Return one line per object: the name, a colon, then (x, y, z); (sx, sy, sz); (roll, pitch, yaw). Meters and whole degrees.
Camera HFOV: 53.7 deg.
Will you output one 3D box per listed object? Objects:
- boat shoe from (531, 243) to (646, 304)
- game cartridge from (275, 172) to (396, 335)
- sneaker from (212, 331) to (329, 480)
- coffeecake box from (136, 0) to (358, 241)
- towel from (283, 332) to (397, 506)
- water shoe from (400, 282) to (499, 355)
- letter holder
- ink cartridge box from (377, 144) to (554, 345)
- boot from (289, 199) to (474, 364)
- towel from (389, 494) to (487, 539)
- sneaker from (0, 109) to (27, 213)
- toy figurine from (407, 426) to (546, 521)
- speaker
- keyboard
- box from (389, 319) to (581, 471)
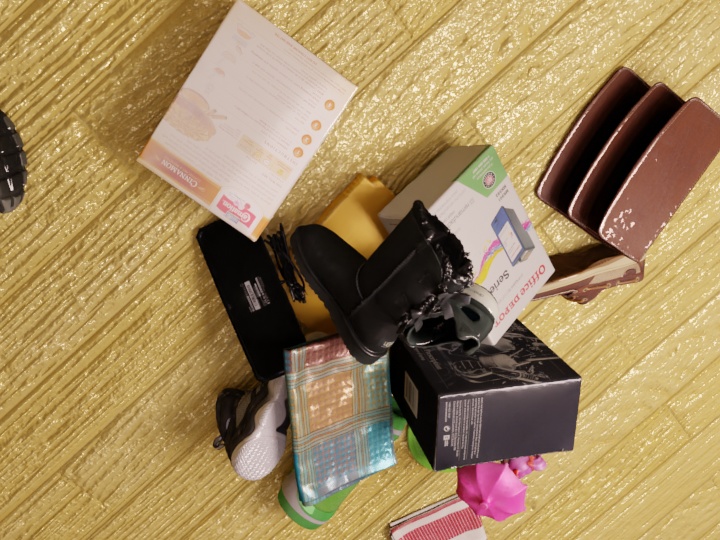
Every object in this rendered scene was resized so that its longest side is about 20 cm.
boat shoe: (0.302, 0.016, 0.973); (0.198, 0.072, 0.073); (-18, 114, -13)
game cartridge: (0.000, 0.000, 0.911); (0.176, 0.032, 0.200); (42, 93, -24)
sneaker: (-0.117, 0.155, 0.901); (0.075, 0.113, 0.201); (44, 72, -37)
coffeecake box: (-0.121, -0.160, 0.776); (0.153, 0.073, 0.201); (34, 99, -9)
towel: (-0.020, 0.172, 0.860); (0.146, 0.022, 0.202); (-15, 109, -33)
water shoe: (0.059, 0.044, 0.822); (0.079, 0.199, 0.072); (-55, 133, -31)
letter holder: (0.341, -0.139, 0.908); (0.141, 0.101, 0.201); (30, 100, -20)
ink cartridge box: (0.136, -0.031, 0.877); (0.145, 0.087, 0.201); (-44, 119, -23)
boot: (0.021, -0.012, 0.781); (0.162, 0.199, 0.073); (-44, 154, 29)
towel: (0.135, 0.449, 1.116); (0.143, 0.023, 0.201); (-22, 114, -7)
sneaker: (-0.409, -0.154, 0.732); (0.079, 0.075, 0.202); (-12, 107, 5)
toy figurine: (0.183, 0.252, 0.966); (0.199, 0.184, 0.151); (-23, 114, -6)
speaker: (-0.025, 0.252, 0.967); (0.088, 0.089, 0.200); (35, 98, -23)
keyboard: (-0.113, 0.024, 0.855); (0.103, 0.040, 0.201); (-23, 88, 6)
box: (0.148, 0.145, 0.908); (0.180, 0.200, 0.105); (-4, 111, -14)
